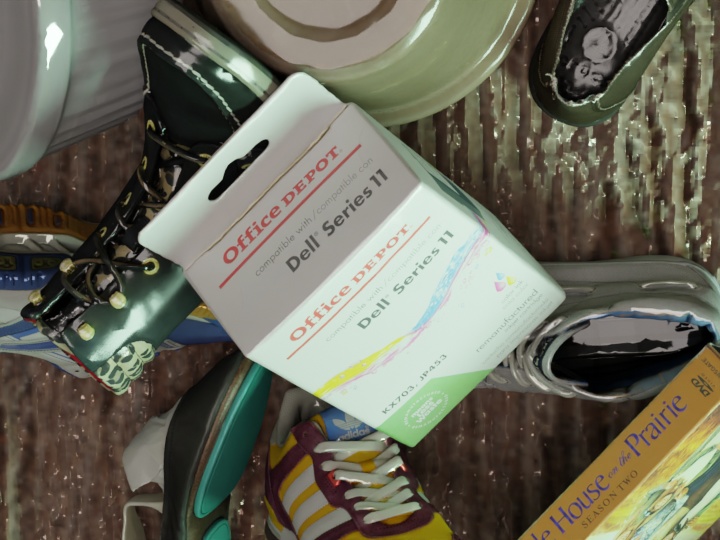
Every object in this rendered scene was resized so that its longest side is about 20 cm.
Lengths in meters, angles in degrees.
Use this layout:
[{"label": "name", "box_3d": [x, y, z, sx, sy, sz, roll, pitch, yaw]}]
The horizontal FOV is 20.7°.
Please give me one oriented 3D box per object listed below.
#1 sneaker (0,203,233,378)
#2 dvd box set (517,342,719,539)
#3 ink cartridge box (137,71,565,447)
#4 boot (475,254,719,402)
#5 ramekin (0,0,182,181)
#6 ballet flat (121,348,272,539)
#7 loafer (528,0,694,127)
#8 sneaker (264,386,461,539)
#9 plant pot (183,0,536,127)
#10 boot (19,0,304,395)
[{"label": "sneaker", "box_3d": [-0.128, 0.017, 1.070, 0.200, 0.075, 0.088, 7, 133, -4]}, {"label": "dvd box set", "box_3d": [0.144, 0.126, 1.025, 0.200, 0.146, 0.029, -48, 62, 12]}, {"label": "ink cartridge box", "box_3d": [0.000, 0.000, 0.936, 0.117, 0.200, 0.067, -45, 54, 9]}, {"label": "boot", "box_3d": [0.092, 0.033, 1.029, 0.200, 0.096, 0.074, -10, 102, 8]}, {"label": "ramekin", "box_3d": [-0.169, -0.150, 0.971, 0.094, 0.202, 0.203, -18, 105, -35]}, {"label": "ballet flat", "box_3d": [-0.098, 0.125, 1.078, 0.068, 0.068, 0.200, 17, 112, 16]}, {"label": "loafer", "box_3d": [0.149, -0.159, 0.992, 0.073, 0.071, 0.200, 23, 104, 0]}, {"label": "sneaker", "box_3d": [-0.002, 0.117, 1.010, 0.075, 0.200, 0.090, -7, 102, -26]}, {"label": "plant pot", "box_3d": [-0.009, -0.160, 0.956, 0.200, 0.175, 0.201, 1, 102, 6]}, {"label": "boot", "box_3d": [-0.097, -0.027, 0.930, 0.073, 0.204, 0.154, 38, 79, 18]}]
